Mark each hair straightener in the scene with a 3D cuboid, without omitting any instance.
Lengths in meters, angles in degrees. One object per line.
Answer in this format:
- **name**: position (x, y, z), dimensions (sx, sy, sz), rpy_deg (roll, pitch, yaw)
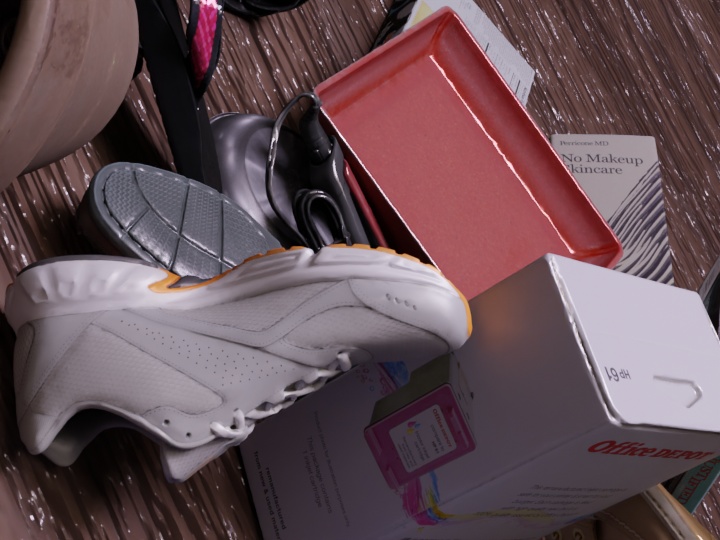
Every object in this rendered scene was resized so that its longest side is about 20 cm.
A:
- **hair straightener**: position (0.000, 0.000, 0.826), dimensions (0.077, 0.041, 0.200), rpy_deg (-50, 124, -53)

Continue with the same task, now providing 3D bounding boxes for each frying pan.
- **frying pan**: position (-0.020, -0.024, 0.875), dimensions (0.190, 0.031, 0.115), rpy_deg (32, 43, -34)

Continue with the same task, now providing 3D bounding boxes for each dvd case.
- **dvd case**: position (0.213, 0.090, 1.003), dimensions (0.022, 0.146, 0.200), rpy_deg (21, 37, -1)

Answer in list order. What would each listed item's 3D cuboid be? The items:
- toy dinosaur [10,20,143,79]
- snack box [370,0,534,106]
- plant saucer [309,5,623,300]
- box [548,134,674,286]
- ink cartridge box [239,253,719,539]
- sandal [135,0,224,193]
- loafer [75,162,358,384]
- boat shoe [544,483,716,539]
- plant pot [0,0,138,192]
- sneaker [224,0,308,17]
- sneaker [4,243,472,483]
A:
- **toy dinosaur**: position (-0.143, -0.147, 0.758), dimensions (0.200, 0.077, 0.103), rpy_deg (-6, 82, -52)
- **snack box**: position (0.059, -0.124, 1.058), dimensions (0.116, 0.037, 0.200), rpy_deg (46, 33, -17)
- **plant saucer**: position (0.062, -0.048, 0.930), dimensions (0.200, 0.037, 0.200), rpy_deg (54, 35, -4)
- **box**: position (0.168, -0.003, 1.049), dimensions (0.068, 0.082, 0.200), rpy_deg (89, 2, -47)
- **ink cartridge box**: position (0.066, 0.079, 0.738), dimensions (0.144, 0.200, 0.085), rpy_deg (12, 55, -51)
- **sandal**: position (-0.083, -0.118, 0.763), dimensions (0.075, 0.045, 0.200), rpy_deg (-81, 159, -71)
- **loafer**: position (-0.057, 0.018, 0.756), dimensions (0.200, 0.063, 0.072), rpy_deg (28, 44, -24)
- **boat shoe**: position (0.131, 0.137, 0.829), dimensions (0.074, 0.069, 0.200), rpy_deg (46, -3, -18)
- **plant pot**: position (-0.170, -0.104, 0.598), dimensions (0.201, 0.200, 0.175), rpy_deg (64, 15, 8)
- **sneaker**: position (-0.041, -0.206, 0.963), dimensions (0.200, 0.071, 0.099), rpy_deg (-9, 73, -50)
- **sneaker**: position (-0.051, 0.045, 0.653), dimensions (0.076, 0.199, 0.092), rpy_deg (79, 8, -67)
